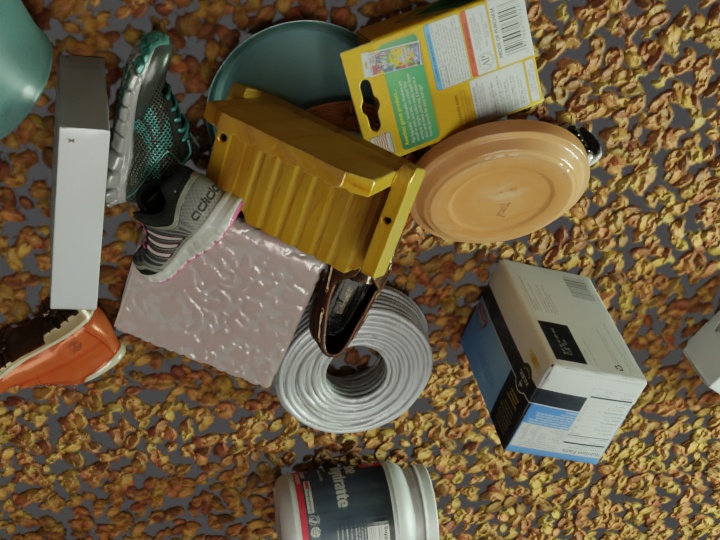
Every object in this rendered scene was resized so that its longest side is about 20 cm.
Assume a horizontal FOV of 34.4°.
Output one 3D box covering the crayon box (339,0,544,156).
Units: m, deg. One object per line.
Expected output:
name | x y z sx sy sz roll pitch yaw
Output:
crayon box | 0.078 -0.202 1.178 0.198 0.052 0.127 -22 118 -10

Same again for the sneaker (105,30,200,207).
sneaker | -0.202 -0.147 1.167 0.090 0.078 0.201 9 130 -15

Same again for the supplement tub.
supplement tub | -0.008 0.323 1.500 0.197 0.141 0.142 -6 126 -9

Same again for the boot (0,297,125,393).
boot | -0.363 0.109 1.314 0.198 0.075 0.108 -29 131 7

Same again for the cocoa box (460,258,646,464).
cocoa box | 0.219 0.106 1.362 0.132 0.201 0.132 11 122 -21

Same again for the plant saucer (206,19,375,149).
plant saucer | -0.063 -0.170 1.212 0.197 0.028 0.202 -6 125 -9

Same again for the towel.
towel | -0.157 0.021 1.288 0.198 0.032 0.193 22 120 -5

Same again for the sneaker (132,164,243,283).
sneaker | -0.191 -0.052 1.165 0.087 0.074 0.199 42 149 -13

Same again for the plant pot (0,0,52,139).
plant pot | -0.381 -0.211 1.020 0.199 0.201 0.188 -34 141 12

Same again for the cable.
cable | -0.011 0.105 1.390 0.200 0.070 0.200 -40 123 16

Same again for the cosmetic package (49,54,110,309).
cosmetic package | -0.278 -0.087 1.144 0.051 0.152 0.202 3 125 -15

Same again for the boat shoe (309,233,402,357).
boat shoe | 0.000 0.000 1.254 0.069 0.071 0.202 14 112 -13

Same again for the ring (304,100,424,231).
ring | -0.022 -0.088 1.251 0.197 0.019 0.203 -6 125 -9

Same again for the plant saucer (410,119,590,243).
plant saucer | 0.147 -0.086 1.241 0.197 0.033 0.201 -5 149 -3

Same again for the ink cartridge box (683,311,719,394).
ink cartridge box | 0.545 0.119 1.519 0.199 0.084 0.145 30 114 -29

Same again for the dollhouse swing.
dollhouse swing | -0.065 -0.069 1.108 0.198 0.176 0.183 26 120 8

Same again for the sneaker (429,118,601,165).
sneaker | 0.164 -0.120 1.276 0.197 0.076 0.082 6 132 -16
